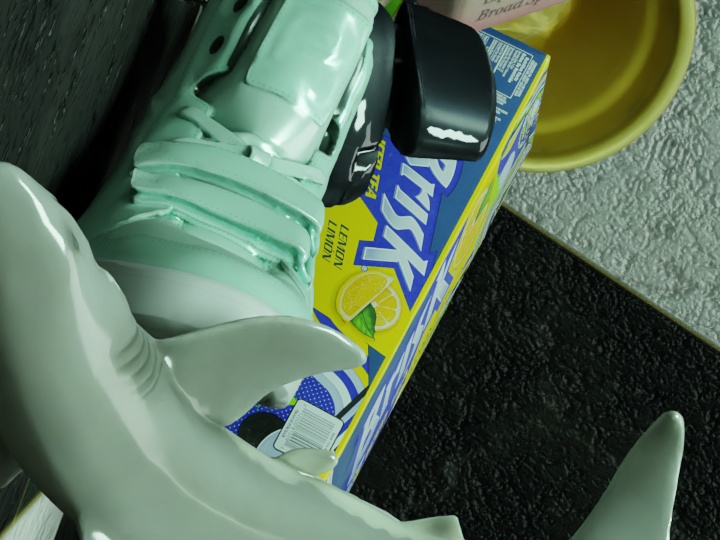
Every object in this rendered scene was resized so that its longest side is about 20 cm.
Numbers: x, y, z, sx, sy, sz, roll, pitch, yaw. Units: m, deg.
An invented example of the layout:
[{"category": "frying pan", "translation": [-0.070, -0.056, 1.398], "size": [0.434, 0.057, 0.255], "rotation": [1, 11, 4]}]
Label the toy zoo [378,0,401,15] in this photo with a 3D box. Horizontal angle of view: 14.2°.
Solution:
[{"category": "toy zoo", "translation": [-0.019, -0.065, 1.160], "size": [0.200, 0.020, 0.131], "rotation": [-57, 175, 37]}]

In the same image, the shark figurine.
[{"category": "shark figurine", "translation": [-0.023, 0.070, 0.704], "size": [0.128, 0.213, 0.090], "rotation": [-49, -159, 43]}]

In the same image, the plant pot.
[{"category": "plant pot", "translation": [0.113, -0.188, 1.987], "size": [0.189, 0.199, 0.202], "rotation": [-113, -138, -70]}]

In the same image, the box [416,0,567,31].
[{"category": "box", "translation": [0.074, -0.198, 1.007], "size": [0.127, 0.109, 0.200], "rotation": [-22, 152, -26]}]

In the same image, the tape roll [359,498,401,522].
[{"category": "tape roll", "translation": [-0.042, 0.194, 1.237], "size": [0.071, 0.201, 0.204], "rotation": [-103, -149, -65]}]

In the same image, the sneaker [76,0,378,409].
[{"category": "sneaker", "translation": [-0.035, -0.033, 0.808], "size": [0.119, 0.073, 0.200], "rotation": [-63, -168, 2]}]

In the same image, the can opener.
[{"category": "can opener", "translation": [-0.010, -0.085, 0.978], "size": [0.064, 0.078, 0.200], "rotation": [-61, -156, 23]}]

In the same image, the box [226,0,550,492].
[{"category": "box", "translation": [0.000, 0.000, 1.066], "size": [0.201, 0.064, 0.070], "rotation": [-60, 170, -27]}]
